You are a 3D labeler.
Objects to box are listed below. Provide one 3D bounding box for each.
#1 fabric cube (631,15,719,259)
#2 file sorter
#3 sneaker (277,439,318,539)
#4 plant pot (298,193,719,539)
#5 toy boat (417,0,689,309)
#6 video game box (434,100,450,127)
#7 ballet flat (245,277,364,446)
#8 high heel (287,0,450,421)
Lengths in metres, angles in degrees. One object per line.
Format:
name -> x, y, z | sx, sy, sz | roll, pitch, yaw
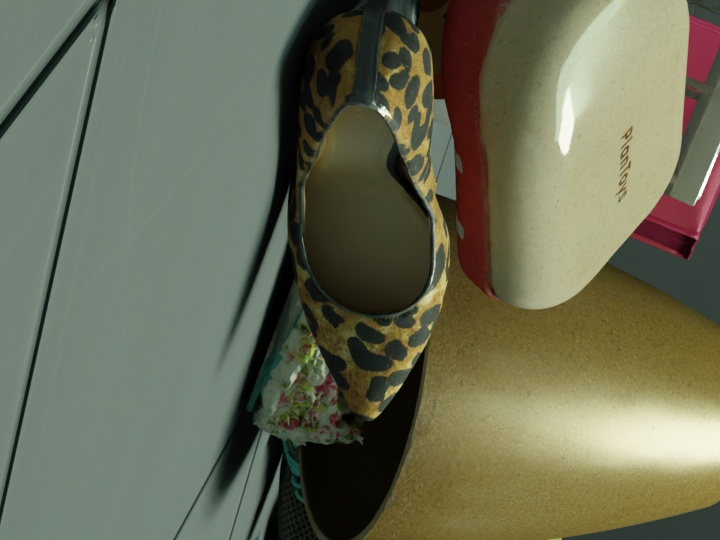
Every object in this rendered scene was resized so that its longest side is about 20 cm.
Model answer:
fabric cube -> 0.274, -0.145, 2.714 | 0.200, 0.196, 0.199 | 58, 53, -84
file sorter -> 0.147, -0.148, 1.390 | 0.139, 0.124, 0.200 | -24, 136, -85
sneaker -> -0.018, 0.095, 1.553 | 0.091, 0.078, 0.200 | -33, 143, -54
plant pot -> 0.092, 0.061, 1.409 | 0.186, 0.200, 0.186 | -171, -90, -72
toy boat -> 0.067, -0.085, 1.244 | 0.131, 0.131, 0.200 | -47, 156, -24
video game box -> 0.069, -0.191, 1.356 | 0.200, 0.047, 0.182 | 98, 12, -68
ballet flat -> 0.000, 0.000, 1.302 | 0.076, 0.064, 0.200 | -60, 169, -56
high heel -> -0.001, -0.015, 1.134 | 0.143, 0.071, 0.200 | -73, 166, -72
